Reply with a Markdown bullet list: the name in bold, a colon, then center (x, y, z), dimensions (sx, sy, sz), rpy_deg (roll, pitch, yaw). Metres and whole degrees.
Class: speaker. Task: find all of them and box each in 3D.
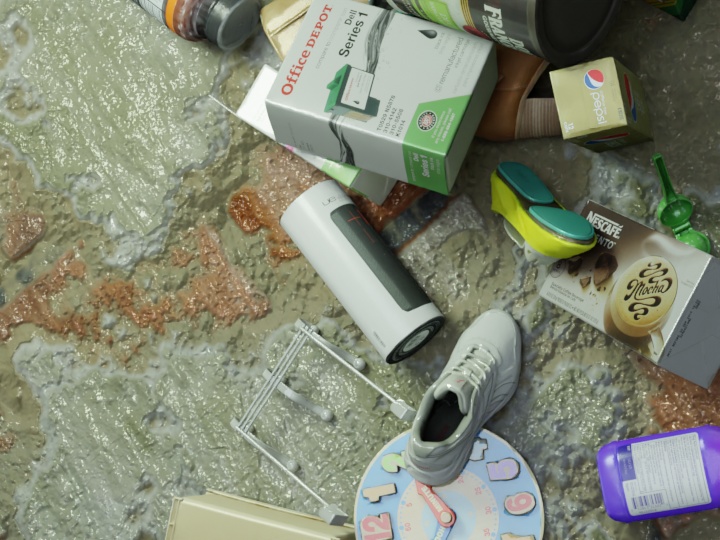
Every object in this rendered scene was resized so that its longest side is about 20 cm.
- **speaker**: center (0.000, 0.000, 1.656), dimensions (0.081, 0.081, 0.200), rpy_deg (-41, 72, 11)

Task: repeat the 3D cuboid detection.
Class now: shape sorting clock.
- **shape sorting clock**: center (0.091, 0.257, 1.602), dimensions (0.199, 0.039, 0.201), rpy_deg (-1, 81, 9)

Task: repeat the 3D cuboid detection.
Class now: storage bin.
- **storage bin**: center (-0.113, 0.354, 1.649), dimensions (0.199, 0.094, 0.200), rpy_deg (11, 88, 20)

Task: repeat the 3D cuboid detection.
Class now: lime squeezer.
- **lime squeezer**: center (0.333, -0.036, 1.551), dimensions (0.038, 0.071, 0.201), rpy_deg (-29, 106, -10)

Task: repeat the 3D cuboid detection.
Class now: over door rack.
- **over door rack**: center (-0.036, 0.163, 1.648), dimensions (0.200, 0.066, 0.148), rpy_deg (38, 98, 41)

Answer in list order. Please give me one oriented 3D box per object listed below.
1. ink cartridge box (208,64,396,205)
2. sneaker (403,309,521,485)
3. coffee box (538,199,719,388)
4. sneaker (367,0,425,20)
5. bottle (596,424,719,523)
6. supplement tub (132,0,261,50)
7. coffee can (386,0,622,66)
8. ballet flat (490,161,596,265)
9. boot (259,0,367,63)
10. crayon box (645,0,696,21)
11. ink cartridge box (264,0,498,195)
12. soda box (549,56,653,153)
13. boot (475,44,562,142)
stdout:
- **ink cartridge box**: center (-0.055, -0.156, 1.673), dimensions (0.199, 0.117, 0.068), rpy_deg (33, 93, 19)
- **sneaker**: center (0.110, 0.121, 1.575), dimensions (0.078, 0.099, 0.201), rpy_deg (23, 70, 14)
- **coffee box**: center (0.278, 0.019, 1.500), dimensions (0.114, 0.080, 0.200), rpy_deg (-62, 33, 5)
- **sneaker**: center (0.082, -0.312, 1.625), dimensions (0.200, 0.121, 0.084), rpy_deg (-44, 46, 10)
- **bottle**: center (0.336, 0.194, 1.519), dimensions (0.199, 0.065, 0.084), rpy_deg (-13, 80, 18)
- **supplement tub**: center (-0.207, -0.333, 1.756), dimensions (0.200, 0.107, 0.107), rpy_deg (37, 97, 19)
- **coffee can**: center (0.134, -0.292, 1.474), dimensions (0.199, 0.146, 0.147), rpy_deg (26, 93, 37)
- **ballet flat**: center (0.181, -0.045, 1.562), dimensions (0.200, 0.066, 0.067), rpy_deg (-124, 43, -58)
- **boot**: center (-0.030, -0.332, 1.710), dimensions (0.199, 0.066, 0.176), rpy_deg (-32, 75, 12)
- **crayon box**: center (0.268, -0.322, 1.532), dimensions (0.127, 0.200, 0.051), rpy_deg (33, 94, 20)
- **ink cartridge box**: center (0.021, -0.181, 1.558), dimensions (0.199, 0.084, 0.147), rpy_deg (18, 68, 15)
- **soda box**: center (0.241, -0.160, 1.522), dimensions (0.064, 0.200, 0.068), rpy_deg (-13, 86, 18)
- **boot**: center (0.139, -0.234, 1.615), dimensions (0.154, 0.074, 0.201), rpy_deg (3, 100, 14)
